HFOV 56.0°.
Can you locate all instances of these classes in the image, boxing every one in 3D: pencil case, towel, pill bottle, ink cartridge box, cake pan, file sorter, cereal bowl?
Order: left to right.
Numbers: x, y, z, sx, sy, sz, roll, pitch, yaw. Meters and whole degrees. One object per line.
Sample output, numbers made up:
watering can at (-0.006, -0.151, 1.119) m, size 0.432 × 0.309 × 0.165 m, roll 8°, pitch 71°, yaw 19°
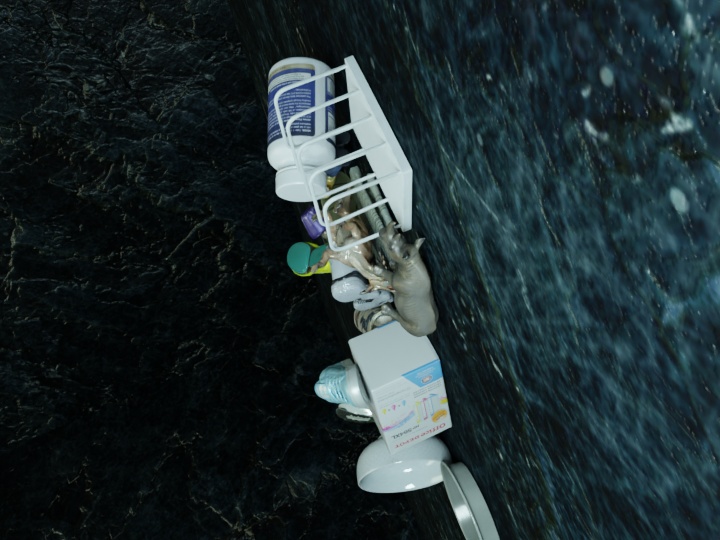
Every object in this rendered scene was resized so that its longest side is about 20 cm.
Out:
pill bottle at (-0.094, -0.219, 1.072) m, size 0.111 × 0.108 × 0.206 m, roll 97°, pitch 172°, yaw -76°
file sorter at (-0.023, -0.150, 0.914) m, size 0.140 × 0.122 × 0.203 m, roll 81°, pitch 166°, yaw -63°
pencil case at (0.043, 0.106, 1.339) m, size 0.200 × 0.087 × 0.080 m, roll -160°, pitch 84°, yaw -80°
towel at (0.039, -0.054, 1.123) m, size 0.194 × 0.034 × 0.203 m, roll 78°, pitch 168°, yaw -65°
ink cartridge box at (0.074, 0.206, 1.175) m, size 0.126 × 0.126 × 0.203 m, roll -120°, pitch 11°, yaw -50°
cereal bowl at (0.085, 0.370, 1.342) m, size 0.202 × 0.194 × 0.085 m, roll 80°, pitch -178°, yaw -58°
cake pan at (0.200, 0.436, 1.219) m, size 0.200 × 0.036 × 0.205 m, roll 158°, pitch 91°, yaw -83°

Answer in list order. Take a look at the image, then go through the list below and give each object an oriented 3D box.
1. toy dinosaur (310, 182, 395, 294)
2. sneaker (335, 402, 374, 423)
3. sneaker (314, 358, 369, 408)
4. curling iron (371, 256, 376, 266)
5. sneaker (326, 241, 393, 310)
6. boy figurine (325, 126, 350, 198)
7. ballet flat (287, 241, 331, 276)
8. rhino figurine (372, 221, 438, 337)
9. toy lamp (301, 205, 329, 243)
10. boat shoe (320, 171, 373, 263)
toy dinosaur at (-0.005, -0.038, 1.079) m, size 0.134 × 0.085 × 0.203 m, roll 28°, pitch -142°, yaw -33°
sneaker at (0.052, 0.250, 1.317) m, size 0.077 × 0.194 × 0.091 m, roll 95°, pitch -178°, yaw -64°
sneaker at (-0.035, 0.203, 1.154) m, size 0.200 × 0.080 × 0.076 m, roll 155°, pitch 93°, yaw -83°
curling iron at (0.005, -0.058, 1.371) m, size 0.050 × 0.025 × 0.201 m, roll 63°, pitch 177°, yaw -35°
sneaker at (0.000, 0.000, 1.196) m, size 0.199 × 0.073 × 0.118 m, roll 25°, pitch -129°, yaw -65°
boy figurine at (-0.073, -0.189, 1.219) m, size 0.199 × 0.063 × 0.128 m, roll 148°, pitch 121°, yaw -65°
ballet flat at (-0.079, -0.018, 1.307) m, size 0.199 × 0.066 × 0.069 m, roll 1°, pitch 77°, yaw 62°
rhino figurine at (0.064, 0.011, 0.933) m, size 0.087 × 0.059 × 0.203 m, roll 29°, pitch 146°, yaw 39°
toy lamp at (-0.042, -0.044, 1.347) m, size 0.201 × 0.058 × 0.058 m, roll 48°, pitch 179°, yaw -15°
boat shoe at (-0.026, -0.096, 1.300) m, size 0.069 × 0.073 × 0.204 m, roll 71°, pitch -179°, yaw -61°
